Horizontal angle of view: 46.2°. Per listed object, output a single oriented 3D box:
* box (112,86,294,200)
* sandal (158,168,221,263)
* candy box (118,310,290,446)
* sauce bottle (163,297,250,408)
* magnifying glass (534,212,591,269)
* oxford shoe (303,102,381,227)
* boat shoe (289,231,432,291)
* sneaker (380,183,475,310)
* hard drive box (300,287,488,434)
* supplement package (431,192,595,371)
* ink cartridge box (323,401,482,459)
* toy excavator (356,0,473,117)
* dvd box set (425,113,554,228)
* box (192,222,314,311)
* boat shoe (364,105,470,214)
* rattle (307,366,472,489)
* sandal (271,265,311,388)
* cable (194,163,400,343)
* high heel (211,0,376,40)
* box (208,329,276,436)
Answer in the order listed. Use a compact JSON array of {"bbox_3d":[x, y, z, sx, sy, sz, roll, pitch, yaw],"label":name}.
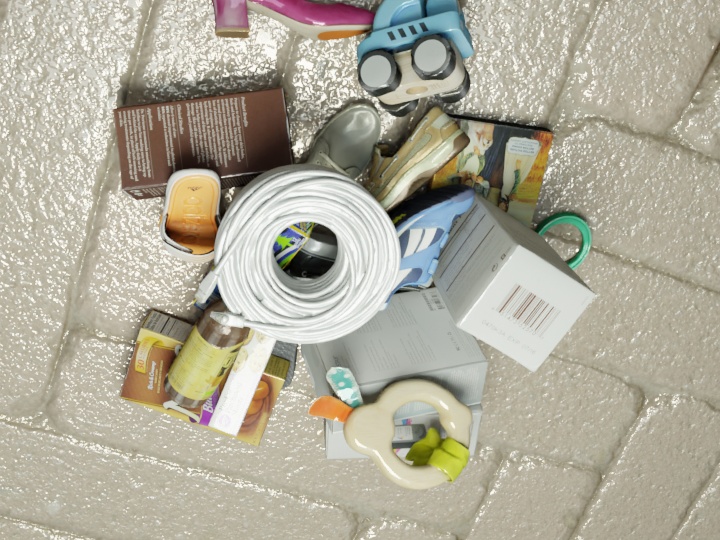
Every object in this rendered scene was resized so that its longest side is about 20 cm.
[{"bbox_3d":[-0.181,-0.148,0.996,0.199,0.075,0.100,-7,86,-1],"label":"box"},{"bbox_3d":[-0.201,-0.048,1.000,0.079,0.059,0.207,-2,157,-11],"label":"sandal"},{"bbox_3d":[-0.208,0.146,1.128,0.200,0.056,0.117,21,113,-4],"label":"candy box"},{"bbox_3d":[-0.173,0.081,1.024,0.065,0.065,0.200,26,120,-16],"label":"sauce bottle"},{"bbox_3d":[0.242,0.011,1.154,0.079,0.022,0.200,26,109,-16],"label":"magnifying glass"},{"bbox_3d":[-0.042,-0.119,1.049,0.075,0.058,0.200,37,103,-17],"label":"oxford shoe"},{"bbox_3d":[0.000,0.000,1.083,0.200,0.069,0.057,16,102,-27],"label":"boat shoe"},{"bbox_3d":[0.065,-0.032,1.032,0.200,0.074,0.082,-38,110,-11],"label":"sneaker"},{"bbox_3d":[0.037,0.108,1.075,0.199,0.156,0.077,-8,129,-15],"label":"hard drive box"},{"bbox_3d":[0.170,0.007,1.011,0.117,0.200,0.117,30,106,-17],"label":"supplement package"},{"bbox_3d":[0.049,0.171,1.130,0.199,0.148,0.086,-1,125,-5],"label":"ink cartridge box"},{"bbox_3d":[0.084,-0.299,0.960,0.194,0.100,0.201,-11,80,19],"label":"toy excavator"},{"bbox_3d":[0.156,-0.095,1.095,0.146,0.029,0.201,7,112,-9],"label":"dvd box set"},{"bbox_3d":[-0.130,-0.019,1.033,0.064,0.070,0.200,31,131,-16],"label":"box"},{"bbox_3d":[0.041,-0.124,1.050,0.200,0.072,0.076,-40,90,22],"label":"boat shoe"},{"bbox_3d":[0.022,0.184,1.006,0.199,0.143,0.131,13,88,-12],"label":"rattle"},{"bbox_3d":[-0.103,0.070,1.137,0.076,0.043,0.200,19,119,-6],"label":"sandal"},{"bbox_3d":[-0.059,-0.016,0.926,0.200,0.069,0.200,22,103,-14],"label":"cable"},{"bbox_3d":[-0.074,-0.317,0.968,0.199,0.067,0.096,-3,91,-7],"label":"high heel"},{"bbox_3d":[-0.135,0.108,1.067,0.041,0.039,0.200,23,91,-4],"label":"box"}]
